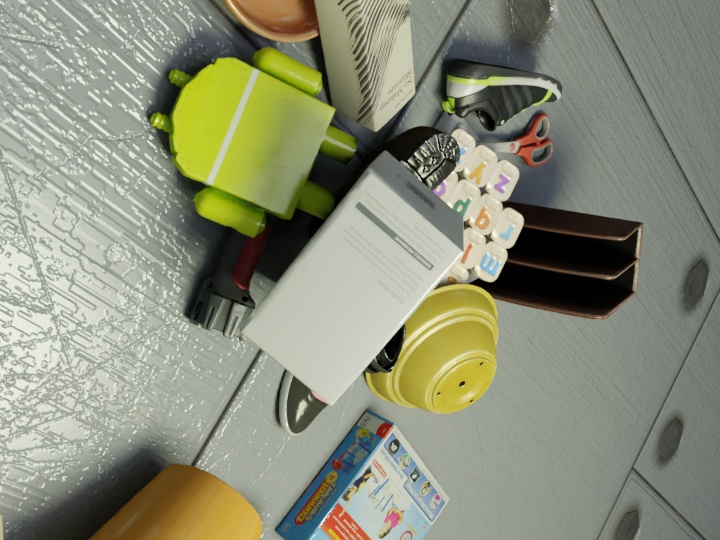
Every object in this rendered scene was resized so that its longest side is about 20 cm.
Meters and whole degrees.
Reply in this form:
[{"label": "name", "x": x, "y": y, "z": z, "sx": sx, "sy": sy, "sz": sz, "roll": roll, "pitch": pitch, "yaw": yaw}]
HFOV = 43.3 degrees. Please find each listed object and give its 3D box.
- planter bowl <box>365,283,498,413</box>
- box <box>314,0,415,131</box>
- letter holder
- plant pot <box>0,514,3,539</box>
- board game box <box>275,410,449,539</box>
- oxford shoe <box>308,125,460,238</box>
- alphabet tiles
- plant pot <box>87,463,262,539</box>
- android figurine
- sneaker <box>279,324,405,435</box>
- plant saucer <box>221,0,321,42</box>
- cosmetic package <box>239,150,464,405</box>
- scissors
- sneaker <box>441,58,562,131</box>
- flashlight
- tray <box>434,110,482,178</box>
[{"label": "planter bowl", "x": 0.112, "y": 0.122, "z": 1.165, "sx": 0.199, "sy": 0.084, "sz": 0.201, "roll": -17, "pitch": 133, "yaw": -20}, {"label": "box", "x": 0.006, "y": -0.250, "z": 0.953, "sx": 0.082, "sy": 0.068, "sz": 0.201, "roll": -48, "pitch": 151, "yaw": -23}, {"label": "letter holder", "x": 0.252, "y": -0.015, "z": 1.206, "sx": 0.142, "sy": 0.199, "sz": 0.101, "roll": -26, "pitch": 121, "yaw": -51}, {"label": "plant pot", "x": -0.393, "y": 0.253, "z": 0.703, "sx": 0.199, "sy": 0.199, "sz": 0.178, "roll": 27, "pitch": 74, "yaw": -46}, {"label": "board game box", "x": 0.010, "y": 0.323, "z": 1.205, "sx": 0.196, "sy": 0.056, "sz": 0.200, "roll": -50, "pitch": 132, "yaw": -20}, {"label": "oxford shoe", "x": 0.019, "y": -0.097, "z": 1.063, "sx": 0.199, "sy": 0.084, "sz": 0.073, "roll": -35, "pitch": 124, "yaw": -6}, {"label": "alphabet tiles", "x": 0.117, "y": -0.068, "z": 1.147, "sx": 0.199, "sy": 0.015, "sz": 0.197, "roll": 28, "pitch": 86, "yaw": -28}, {"label": "plant pot", "x": -0.197, "y": 0.306, "z": 0.917, "sx": 0.184, "sy": 0.199, "sz": 0.201, "roll": -56, "pitch": 136, "yaw": -35}, {"label": "android figurine", "x": -0.106, "y": -0.131, "z": 0.901, "sx": 0.199, "sy": 0.041, "sz": 0.183, "roll": 21, "pitch": 87, "yaw": -18}, {"label": "sneaker", "x": -0.019, "y": 0.116, "z": 1.076, "sx": 0.071, "sy": 0.099, "sz": 0.201, "roll": 40, "pitch": 77, "yaw": -46}, {"label": "plant saucer", "x": -0.078, "y": -0.334, "z": 0.911, "sx": 0.199, "sy": 0.037, "sz": 0.202, "roll": -18, "pitch": 116, "yaw": -40}, {"label": "cosmetic package", "x": 0.000, "y": 0.000, "z": 0.927, "sx": 0.123, "sy": 0.199, "sz": 0.200, "roll": 40, "pitch": 104, "yaw": -3}, {"label": "scissors", "x": 0.215, "y": -0.164, "z": 1.254, "sx": 0.200, "sy": 0.014, "sz": 0.074, "roll": -28, "pitch": 123, "yaw": -44}, {"label": "sneaker", "x": 0.179, "y": -0.224, "z": 1.182, "sx": 0.199, "sy": 0.072, "sz": 0.083, "roll": -1, "pitch": 109, "yaw": -37}, {"label": "flashlight", "x": -0.110, "y": -0.026, "z": 0.963, "sx": 0.068, "sy": 0.067, "sz": 0.201, "roll": 21, "pitch": 87, "yaw": -46}, {"label": "tray", "x": 0.098, "y": -0.107, "z": 1.170, "sx": 0.107, "sy": 0.022, "sz": 0.201, "roll": 45, "pitch": 72, "yaw": -42}]
